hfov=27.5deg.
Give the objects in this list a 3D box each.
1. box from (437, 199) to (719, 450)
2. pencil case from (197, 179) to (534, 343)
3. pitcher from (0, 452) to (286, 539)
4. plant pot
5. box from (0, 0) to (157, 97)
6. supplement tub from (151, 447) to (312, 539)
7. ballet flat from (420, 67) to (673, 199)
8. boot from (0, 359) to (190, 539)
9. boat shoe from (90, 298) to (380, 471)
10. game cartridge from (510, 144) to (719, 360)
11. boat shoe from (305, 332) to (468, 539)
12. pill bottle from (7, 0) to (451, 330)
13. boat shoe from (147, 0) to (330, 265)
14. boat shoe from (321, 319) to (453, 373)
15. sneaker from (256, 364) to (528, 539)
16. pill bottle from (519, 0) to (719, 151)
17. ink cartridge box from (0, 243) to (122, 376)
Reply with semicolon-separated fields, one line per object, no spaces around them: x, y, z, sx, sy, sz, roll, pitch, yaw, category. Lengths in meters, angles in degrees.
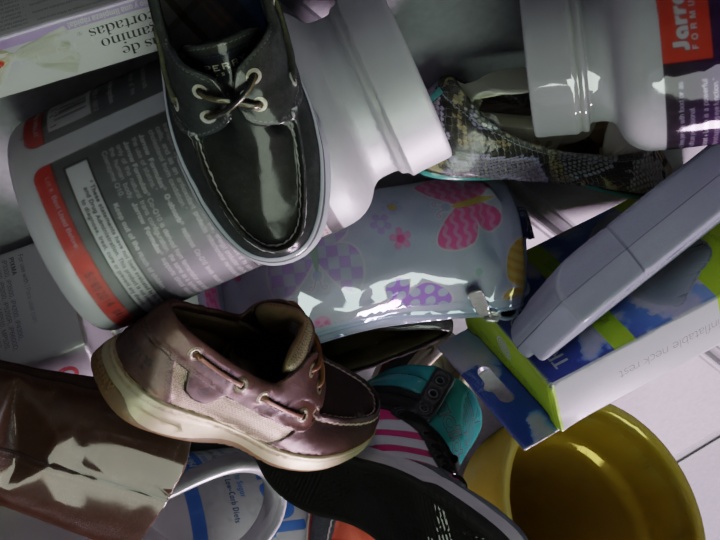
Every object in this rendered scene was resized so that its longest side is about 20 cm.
0.157;0.020;0.926;0.199;0.122;0.048;-26;129;-12;box
0.000;0.000;0.871;0.199;0.091;0.083;-9;171;-15;pencil case
-0.142;0.180;0.886;0.200;0.121;0.172;20;84;-36;pitcher
0.140;0.225;1.175;0.200;0.202;0.189;4;154;-32;plant pot
-0.158;-0.110;0.683;0.199;0.042;0.039;-19;146;-6;box
-0.064;0.189;1.054;0.199;0.132;0.132;-4;142;-25;supplement tub
0.117;-0.081;0.848;0.200;0.072;0.072;2;139;-33;ballet flat
-0.197;0.127;0.780;0.199;0.064;0.187;18;109;-25;boot
-0.047;0.053;0.777;0.200;0.072;0.072;20;121;-46;boat shoe
0.177;-0.029;0.832;0.200;0.041;0.133;-37;175;-16;game cartridge
0.022;0.132;0.987;0.071;0.063;0.201;24;84;-24;boat shoe
-0.063;-0.059;0.735;0.199;0.116;0.116;-24;145;4;pill bottle
-0.061;-0.095;0.641;0.068;0.057;0.201;-14;102;3;boat shoe
-0.036;0.050;0.938;0.200;0.066;0.072;-23;146;1;boat shoe
0.045;0.120;0.888;0.121;0.200;0.084;-29;130;-39;sneaker
0.184;-0.121;0.751;0.199;0.112;0.112;-7;146;9;pill bottle
-0.236;0.079;0.855;0.199;0.084;0.145;-21;146;-3;ink cartridge box
